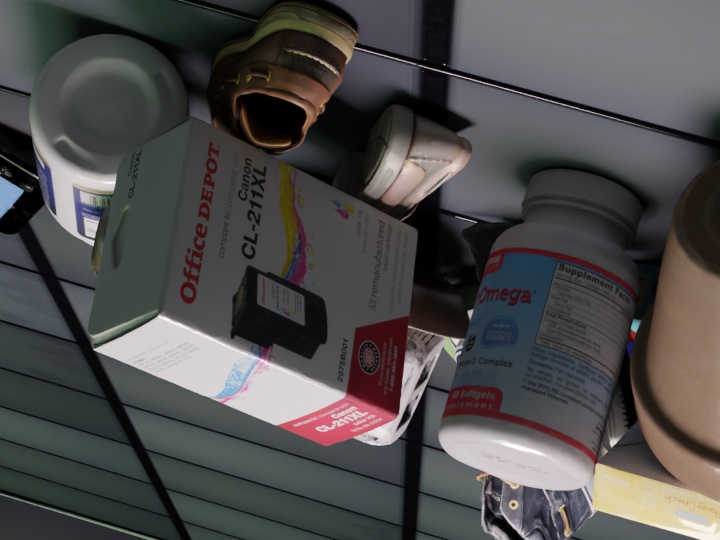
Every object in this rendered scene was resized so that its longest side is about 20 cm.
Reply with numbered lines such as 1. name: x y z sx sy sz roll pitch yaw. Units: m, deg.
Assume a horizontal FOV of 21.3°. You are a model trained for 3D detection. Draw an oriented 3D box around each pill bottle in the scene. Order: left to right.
1. pill bottle: -0.180 -0.083 1.385 0.110 0.112 0.200 18 162 -1
2. pill bottle: 0.129 0.039 1.304 0.108 0.202 0.109 15 162 5

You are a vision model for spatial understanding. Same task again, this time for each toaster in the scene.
1. toaster: -0.010 0.069 1.541 0.128 0.115 0.200 24 -175 7

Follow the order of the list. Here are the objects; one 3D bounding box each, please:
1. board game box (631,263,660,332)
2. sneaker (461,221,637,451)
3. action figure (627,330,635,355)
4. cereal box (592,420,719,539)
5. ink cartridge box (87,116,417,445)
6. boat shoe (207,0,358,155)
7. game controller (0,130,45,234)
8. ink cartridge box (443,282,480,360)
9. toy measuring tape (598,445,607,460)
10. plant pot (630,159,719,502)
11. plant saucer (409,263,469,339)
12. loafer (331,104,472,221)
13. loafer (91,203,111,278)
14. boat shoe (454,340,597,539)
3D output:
1. board game box: 0.307 0.062 1.430 0.199 0.047 0.150 33 164 -39
2. sneaker: 0.138 0.050 1.395 0.103 0.202 0.060 -17 155 17
3. action figure: 0.231 0.105 1.478 0.051 0.201 0.066 -7 136 -25
4. cereal box: 0.260 0.127 1.312 0.143 0.040 0.200 13 -157 25
5. ink cartridge box: -0.067 0.010 1.264 0.199 0.147 0.082 25 149 -33
6. boat shoe: -0.063 -0.112 1.257 0.071 0.068 0.200 22 162 -14
7. game controller: -0.323 -0.079 1.649 0.104 0.042 0.200 23 161 -16
8. ink cartridge box: 0.118 0.077 1.600 0.146 0.048 0.199 50 151 -14
9. toy measuring tape: 0.246 0.115 1.572 0.073 0.074 0.201 19 133 -4
10. plant pot: 0.262 0.022 1.198 0.198 0.201 0.175 10 142 23
11. plant saucer: 0.000 0.000 1.492 0.198 0.032 0.200 22 -174 -2
12. loafer: 0.021 -0.055 1.353 0.062 0.073 0.200 14 160 -11
13. loafer: -0.102 0.001 1.351 0.198 0.076 0.070 20 151 -25
14. boat shoe: 0.122 0.150 1.548 0.071 0.091 0.201 0 131 53
